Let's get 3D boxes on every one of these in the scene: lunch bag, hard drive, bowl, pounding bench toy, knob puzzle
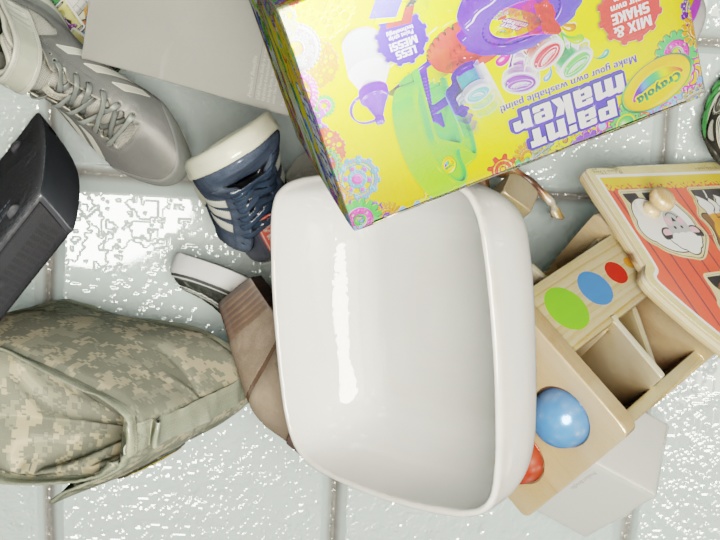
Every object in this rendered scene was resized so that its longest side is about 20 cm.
[{"bbox_3d":[-0.197,0.095,0.765,0.199,0.164,0.118,9,100,24],"label":"lunch bag"},{"bbox_3d":[-0.259,-0.035,0.761,0.042,0.200,0.135,36,98,-28],"label":"hard drive"},{"bbox_3d":[0.031,0.037,0.640,0.074,0.200,0.201,-10,100,-41],"label":"bowl"},{"bbox_3d":[0.114,0.038,0.719,0.200,0.156,0.124,50,138,15],"label":"pounding bench toy"},{"bbox_3d":[0.269,-0.003,0.735,0.219,0.220,0.030,34,131,-5],"label":"knob puzzle"}]

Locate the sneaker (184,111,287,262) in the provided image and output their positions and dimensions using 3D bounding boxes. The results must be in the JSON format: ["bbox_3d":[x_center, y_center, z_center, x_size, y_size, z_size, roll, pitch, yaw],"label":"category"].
[{"bbox_3d":[-0.075,-0.052,0.747,0.075,0.200,0.085,-31,89,-6],"label":"sneaker"}]

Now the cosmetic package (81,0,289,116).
[{"bbox_3d":[-0.089,-0.179,0.738,0.199,0.090,0.107,20,108,15],"label":"cosmetic package"}]

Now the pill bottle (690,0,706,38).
[{"bbox_3d":[0.156,-0.232,0.732,0.104,0.104,0.200,-40,121,7],"label":"pill bottle"}]

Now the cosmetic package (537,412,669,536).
[{"bbox_3d":[0.128,0.122,0.819,0.199,0.071,0.102,30,142,-5],"label":"cosmetic package"}]

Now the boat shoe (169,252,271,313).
[{"bbox_3d":[-0.070,0.054,0.831,0.199,0.074,0.068,29,84,-14],"label":"boat shoe"}]

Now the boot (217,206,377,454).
[{"bbox_3d":[-0.008,0.041,0.745,0.200,0.070,0.146,-39,83,24],"label":"boot"}]

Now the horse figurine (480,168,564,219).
[{"bbox_3d":[0.063,-0.061,0.821,0.200,0.050,0.133,-31,96,7],"label":"horse figurine"}]

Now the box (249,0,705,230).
[{"bbox_3d":[0.051,-0.139,0.588,0.199,0.193,0.122,-21,115,-4],"label":"box"}]

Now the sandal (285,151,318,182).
[{"bbox_3d":[0.005,-0.003,0.795,0.082,0.050,0.203,-28,77,36],"label":"sandal"}]

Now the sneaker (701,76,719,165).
[{"bbox_3d":[0.347,-0.152,0.786,0.200,0.085,0.078,-40,97,7],"label":"sneaker"}]

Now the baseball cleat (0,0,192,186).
[{"bbox_3d":[-0.216,-0.129,0.764,0.200,0.106,0.070,42,112,-4],"label":"baseball cleat"}]

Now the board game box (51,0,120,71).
[{"bbox_3d":[-0.188,-0.238,0.808,0.105,0.023,0.200,43,97,-4],"label":"board game box"}]
